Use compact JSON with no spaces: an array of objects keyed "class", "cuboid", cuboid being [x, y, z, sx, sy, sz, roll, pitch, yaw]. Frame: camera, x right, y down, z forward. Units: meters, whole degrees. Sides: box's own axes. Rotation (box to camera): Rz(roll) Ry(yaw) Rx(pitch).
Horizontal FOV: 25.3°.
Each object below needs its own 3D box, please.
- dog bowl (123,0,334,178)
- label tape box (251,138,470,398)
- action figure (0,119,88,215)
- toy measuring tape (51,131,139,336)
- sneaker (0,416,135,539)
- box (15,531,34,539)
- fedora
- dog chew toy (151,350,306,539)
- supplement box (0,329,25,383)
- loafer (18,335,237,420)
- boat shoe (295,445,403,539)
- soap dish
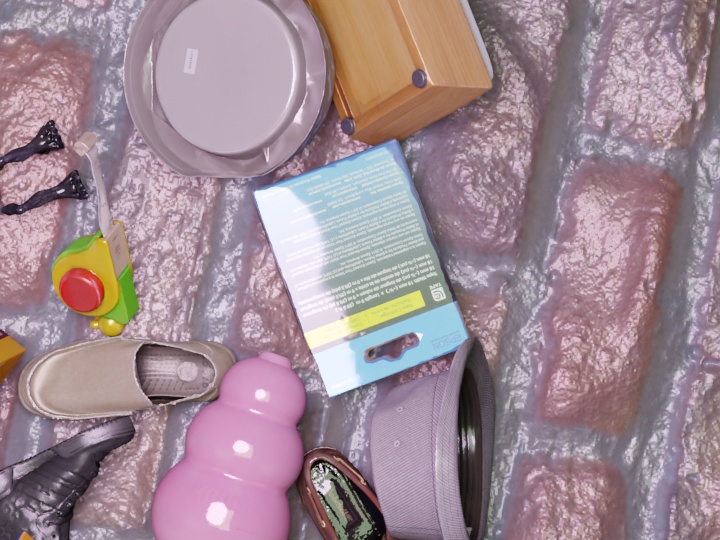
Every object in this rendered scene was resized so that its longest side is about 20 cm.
[{"class":"dog bowl","cuboid":[-0.113,-0.177,1.447,0.199,0.059,0.201,1,93,21]},{"class":"label tape box","cuboid":[0.000,0.000,1.466,0.144,0.063,0.201,-20,86,-5]},{"class":"action figure","cuboid":[-0.353,-0.065,1.436,0.199,0.102,0.119,-26,88,-9]},{"class":"toy measuring tape","cuboid":[-0.248,-0.028,1.428,0.073,0.074,0.201,-11,119,-4]},{"class":"sneaker","cuboid":[-0.278,0.215,1.434,0.199,0.060,0.105,-25,87,-2]},{"class":"box","cuboid":[-0.278,0.323,1.400,0.200,0.041,0.119,43,100,-6]},{"class":"fedora","cuboid":[0.060,0.160,1.406,0.090,0.177,0.201,-3,55,15]},{"class":"dog chew toy","cuboid":[-0.106,0.169,1.410,0.124,0.125,0.201,19,86,-1]},{"class":"supplement box","cuboid":[-0.438,0.088,1.372,0.200,0.133,0.198,39,102,1]},{"class":"loafer","cuboid":[-0.210,0.092,1.442,0.199,0.068,0.076,-8,83,-5]},{"class":"boat shoe","cuboid":[0.008,0.247,1.439,0.070,0.070,0.200,-38,89,-10]},{"class":"soap dish","cuboid":[0.021,-0.224,1.444,0.081,0.157,0.201,-19,86,-41]}]
